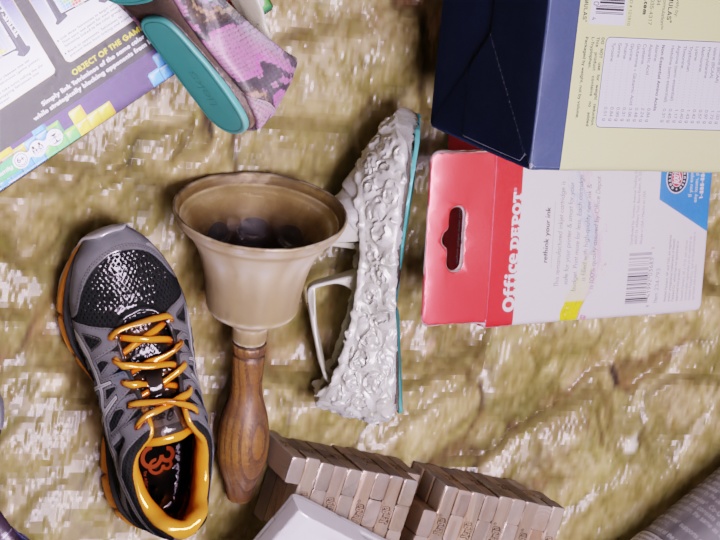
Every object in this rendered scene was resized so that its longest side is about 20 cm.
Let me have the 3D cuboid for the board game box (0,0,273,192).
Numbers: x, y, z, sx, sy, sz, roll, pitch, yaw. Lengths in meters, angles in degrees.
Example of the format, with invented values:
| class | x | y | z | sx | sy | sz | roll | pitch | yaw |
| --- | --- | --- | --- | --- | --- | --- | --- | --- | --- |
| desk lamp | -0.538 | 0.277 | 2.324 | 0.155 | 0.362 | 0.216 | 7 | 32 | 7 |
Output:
| class | x | y | z | sx | sy | sz | roll | pitch | yaw |
| --- | --- | --- | --- | --- | --- | --- | --- | --- | --- |
| board game box | -0.174 | -0.165 | 1.327 | 0.200 | 0.057 | 0.166 | -35 | 114 | -13 |

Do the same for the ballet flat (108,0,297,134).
| class | x | y | z | sx | sy | sz | roll | pitch | yaw |
| --- | --- | --- | --- | --- | --- | --- | --- | --- | --- |
| ballet flat | -0.105 | -0.161 | 1.298 | 0.200 | 0.069 | 0.071 | 46 | 65 | -31 |

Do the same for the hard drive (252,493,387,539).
| class | x | y | z | sx | sy | sz | roll | pitch | yaw |
| --- | --- | --- | --- | --- | --- | --- | --- | --- | --- |
| hard drive | -0.052 | 0.242 | 1.479 | 0.132 | 0.026 | 0.200 | 30 | 108 | -30 |

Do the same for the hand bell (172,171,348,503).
| class | x | y | z | sx | sy | sz | roll | pitch | yaw |
| --- | --- | --- | --- | --- | --- | --- | --- | --- | --- |
| hand bell | -0.068 | 0.052 | 1.435 | 0.104 | 0.104 | 0.201 | -7 | 120 | -23 |

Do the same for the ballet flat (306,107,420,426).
| class | x | y | z | sx | sy | sz | roll | pitch | yaw |
| --- | --- | --- | --- | --- | --- | --- | --- | --- | --- |
| ballet flat | 0.000 | 0.000 | 1.449 | 0.072 | 0.072 | 0.201 | -2 | 105 | -24 |

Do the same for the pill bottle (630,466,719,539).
| class | x | y | z | sx | sy | sz | roll | pitch | yaw |
| --- | --- | --- | --- | --- | --- | --- | --- | --- | --- |
| pill bottle | 0.268 | 0.184 | 1.594 | 0.200 | 0.114 | 0.114 | -38 | 116 | -10 |

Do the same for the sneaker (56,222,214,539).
| class | x | y | z | sx | sy | sz | roll | pitch | yaw |
| --- | --- | --- | --- | --- | --- | --- | --- | --- | --- |
| sneaker | -0.124 | 0.069 | 1.403 | 0.078 | 0.077 | 0.201 | -18 | 110 | -17 |

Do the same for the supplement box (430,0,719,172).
| class | x | y | z | sx | sy | sz | roll | pitch | yaw |
| --- | --- | --- | --- | --- | --- | --- | --- | --- | --- |
| supplement box | 0.166 | -0.165 | 1.370 | 0.199 | 0.134 | 0.201 | 0 | 104 | -24 |

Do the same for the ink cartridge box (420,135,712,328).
| class | x | y | z | sx | sy | sz | roll | pitch | yaw |
| --- | --- | --- | --- | --- | --- | --- | --- | --- | --- |
| ink cartridge box | 0.118 | -0.031 | 1.491 | 0.199 | 0.067 | 0.117 | -3 | 105 | -24 |

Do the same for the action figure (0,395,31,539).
| class | x | y | z | sx | sy | sz | roll | pitch | yaw |
| --- | --- | --- | --- | --- | --- | --- | --- | --- | --- |
| action figure | -0.245 | 0.134 | 1.374 | 0.130 | 0.069 | 0.200 | -33 | 112 | -5 |

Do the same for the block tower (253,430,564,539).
| class | x | y | z | sx | sy | sz | roll | pitch | yaw |
| --- | --- | --- | --- | --- | --- | --- | --- | --- | --- |
| block tower | 0.028 | 0.152 | 1.508 | 0.199 | 0.054 | 0.058 | 15 | 97 | -26 |
